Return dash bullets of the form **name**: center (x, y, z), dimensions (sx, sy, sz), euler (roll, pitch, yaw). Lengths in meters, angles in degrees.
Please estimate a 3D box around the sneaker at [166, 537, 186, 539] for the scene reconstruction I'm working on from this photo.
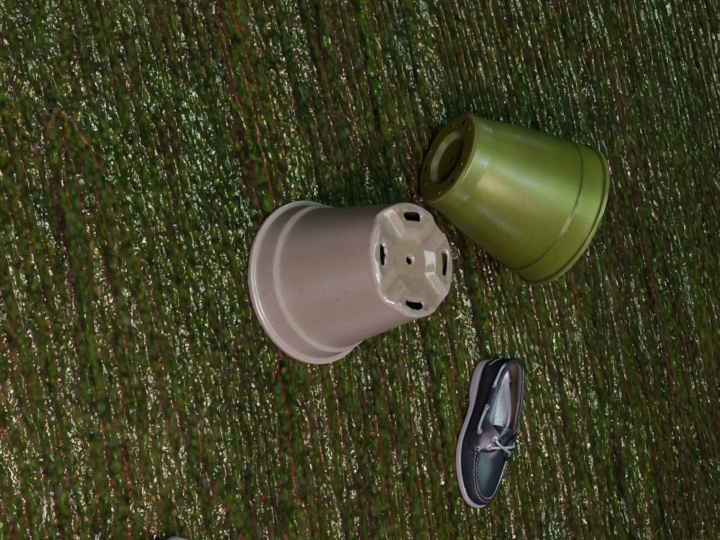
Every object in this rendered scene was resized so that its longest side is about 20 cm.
- **sneaker**: center (-0.168, 0.376, 1.801), dimensions (0.092, 0.075, 0.201), euler (-43, 112, -45)

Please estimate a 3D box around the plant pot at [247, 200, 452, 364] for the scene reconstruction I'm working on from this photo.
- **plant pot**: center (0.000, 0.000, 1.971), dimensions (0.200, 0.183, 0.202), euler (11, 73, -41)

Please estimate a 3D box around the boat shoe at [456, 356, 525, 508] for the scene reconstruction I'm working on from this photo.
- **boat shoe**: center (0.173, 0.208, 2.178), dimensions (0.075, 0.060, 0.202), euler (20, 68, -39)

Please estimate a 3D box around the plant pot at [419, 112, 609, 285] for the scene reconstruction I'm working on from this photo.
- **plant pot**: center (0.187, -0.111, 2.187), dimensions (0.192, 0.200, 0.202), euler (25, 64, -24)
